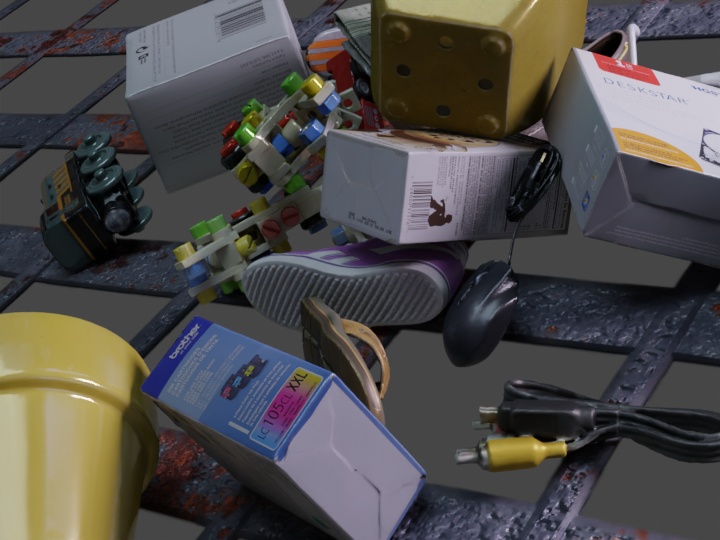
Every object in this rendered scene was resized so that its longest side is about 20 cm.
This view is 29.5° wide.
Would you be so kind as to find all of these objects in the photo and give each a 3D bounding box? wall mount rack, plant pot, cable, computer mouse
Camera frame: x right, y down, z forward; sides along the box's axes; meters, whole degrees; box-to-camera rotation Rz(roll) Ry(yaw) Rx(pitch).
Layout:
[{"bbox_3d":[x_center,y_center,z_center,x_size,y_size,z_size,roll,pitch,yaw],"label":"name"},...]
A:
[{"bbox_3d":[0.323,-0.181,1.262,0.198,0.174,0.075,-7,73,21],"label":"wall mount rack"},{"bbox_3d":[-0.241,0.165,0.993,0.199,0.202,0.190,-19,45,3],"label":"plant pot"},{"bbox_3d":[0.168,0.115,0.971,0.198,0.051,0.097,3,19,15],"label":"cable"},{"bbox_3d":[0.113,-0.016,1.109,0.058,0.034,0.201,-8,57,61],"label":"computer mouse"},{"bbox_3d":[0.095,-0.227,1.206,0.192,0.196,0.201,11,49,11],"label":"plant pot"}]

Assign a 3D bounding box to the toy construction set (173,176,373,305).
[{"bbox_3d":[-0.077,-0.036,1.288,0.198,0.093,0.131,-15,6,-4],"label":"toy construction set"}]

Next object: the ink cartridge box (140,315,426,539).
[{"bbox_3d":[-0.067,0.113,0.991,0.199,0.137,0.077,16,64,47],"label":"ink cartridge box"}]

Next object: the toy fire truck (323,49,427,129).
[{"bbox_3d":[0.030,-0.168,1.421,0.049,0.140,0.202,-28,60,40],"label":"toy fire truck"}]

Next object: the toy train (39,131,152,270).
[{"bbox_3d":[-0.301,-0.079,1.511,0.113,0.086,0.200,-33,31,-1],"label":"toy train"}]

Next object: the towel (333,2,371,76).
[{"bbox_3d":[0.091,-0.221,1.357,0.198,0.035,0.193,-15,44,-18],"label":"towel"}]

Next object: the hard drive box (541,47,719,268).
[{"bbox_3d":[0.246,-0.092,1.123,0.154,0.077,0.201,13,30,-11],"label":"hard drive box"}]

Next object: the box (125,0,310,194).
[{"bbox_3d":[-0.159,-0.216,1.582,0.198,0.131,0.199,-21,31,2],"label":"box"}]

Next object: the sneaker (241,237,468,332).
[{"bbox_3d":[0.000,0.001,1.216,0.199,0.073,0.114,2,31,23],"label":"sneaker"}]

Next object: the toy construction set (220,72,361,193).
[{"bbox_3d":[-0.063,-0.133,1.260,0.131,0.092,0.200,-43,3,13],"label":"toy construction set"}]

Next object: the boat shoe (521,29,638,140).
[{"bbox_3d":[0.197,-0.169,1.357,0.199,0.060,0.072,-34,33,-19],"label":"boat shoe"}]

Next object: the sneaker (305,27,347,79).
[{"bbox_3d":[0.034,-0.258,1.582,0.198,0.078,0.112,-1,8,-4],"label":"sneaker"}]

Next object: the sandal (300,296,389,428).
[{"bbox_3d":[-0.007,0.076,1.100,0.053,0.081,0.200,-4,23,-14],"label":"sandal"}]

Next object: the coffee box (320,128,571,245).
[{"bbox_3d":[0.079,-0.076,1.181,0.199,0.081,0.113,-5,17,-38],"label":"coffee box"}]
